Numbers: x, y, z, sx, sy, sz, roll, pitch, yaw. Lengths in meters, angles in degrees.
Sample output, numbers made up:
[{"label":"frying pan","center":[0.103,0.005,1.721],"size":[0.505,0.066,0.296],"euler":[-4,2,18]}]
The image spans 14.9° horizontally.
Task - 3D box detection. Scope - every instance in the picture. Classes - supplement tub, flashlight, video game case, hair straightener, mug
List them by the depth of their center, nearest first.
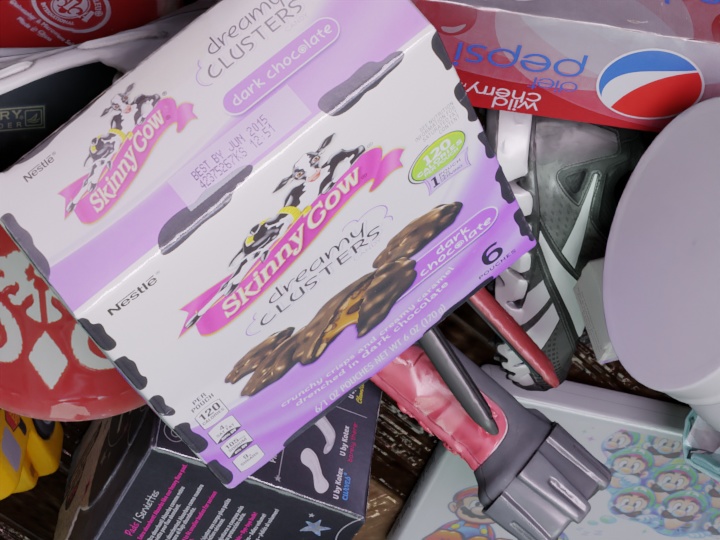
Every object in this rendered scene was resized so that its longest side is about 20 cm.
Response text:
[{"label":"supplement tub","center":[0.216,0.013,1.142],"size":[0.200,0.145,0.145],"euler":[16,141,-29]},{"label":"mug","center":[-0.109,-0.045,1.217],"size":[0.177,0.134,0.200],"euler":[8,137,5]},{"label":"hair straightener","center":[0.000,0.000,1.259],"size":[0.077,0.041,0.200],"euler":[-41,97,2]},{"label":"flashlight","center":[0.025,0.057,1.314],"size":[0.200,0.068,0.068],"euler":[42,94,1]},{"label":"video game case","center":[0.131,0.128,1.494],"size":[0.200,0.024,0.182],"euler":[13,140,-11]}]

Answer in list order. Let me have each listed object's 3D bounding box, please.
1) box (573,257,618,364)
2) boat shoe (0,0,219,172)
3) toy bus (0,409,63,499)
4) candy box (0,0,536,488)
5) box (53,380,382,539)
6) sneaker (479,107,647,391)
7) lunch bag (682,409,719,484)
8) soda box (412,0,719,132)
[{"label":"box","center":[0.197,-0.004,1.249],"size":[0.200,0.042,0.039],"euler":[-13,163,-12]},{"label":"boat shoe","center":[-0.089,-0.060,1.087],"size":[0.200,0.065,0.074],"euler":[-14,114,-12]},{"label":"toy bus","center":[-0.217,0.055,1.388],"size":[0.065,0.078,0.200],"euler":[-9,140,15]},{"label":"candy box","center":[-0.033,-0.020,1.068],"size":[0.168,0.072,0.200],"euler":[-39,154,-3]},{"label":"box","center":[-0.079,0.107,1.399],"size":[0.115,0.132,0.200],"euler":[20,139,-14]},{"label":"sneaker","center":[0.104,-0.009,1.290],"size":[0.090,0.067,0.200],"euler":[1,139,7]},{"label":"lunch bag","center":[0.278,0.084,1.338],"size":[0.200,0.122,0.170],"euler":[-21,152,36]},{"label":"soda box","center":[0.092,-0.108,1.163],"size":[0.200,0.070,0.063],"euler":[8,142,-6]}]
